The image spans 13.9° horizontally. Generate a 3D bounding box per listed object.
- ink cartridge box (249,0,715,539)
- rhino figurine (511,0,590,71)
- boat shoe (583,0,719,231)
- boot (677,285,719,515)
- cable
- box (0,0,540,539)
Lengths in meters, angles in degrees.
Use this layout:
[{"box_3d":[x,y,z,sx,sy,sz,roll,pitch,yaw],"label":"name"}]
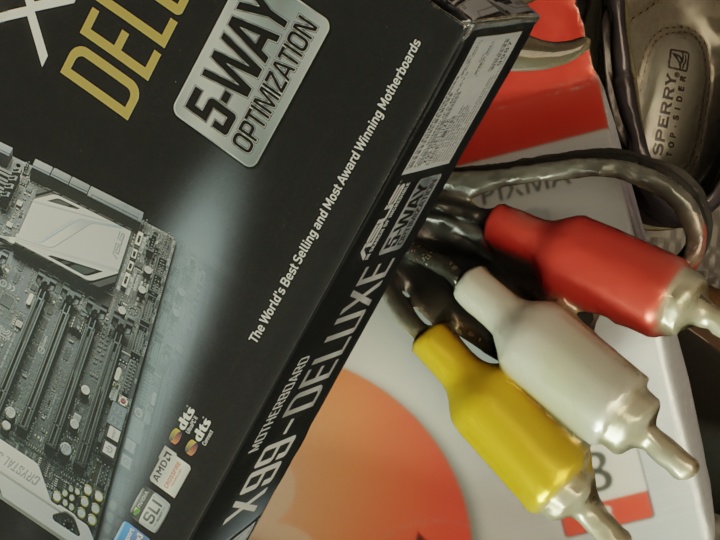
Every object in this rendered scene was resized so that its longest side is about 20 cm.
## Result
[{"box_3d":[0.000,0.000,0.822,0.162,0.050,0.200,-14,106,8],"label":"ink cartridge box"},{"box_3d":[-0.020,-0.115,0.787,0.200,0.060,0.087,36,90,14],"label":"rhino figurine"},{"box_3d":[0.101,-0.109,0.856,0.072,0.065,0.200,7,95,-14],"label":"boat shoe"},{"box_3d":[0.126,0.034,0.897,0.200,0.074,0.075,33,58,-13],"label":"boot"},{"box_3d":[0.012,-0.013,0.783,0.200,0.050,0.097,31,96,7],"label":"cable"},{"box_3d":[-0.069,-0.022,0.753,0.158,0.050,0.200,36,111,16],"label":"box"}]
